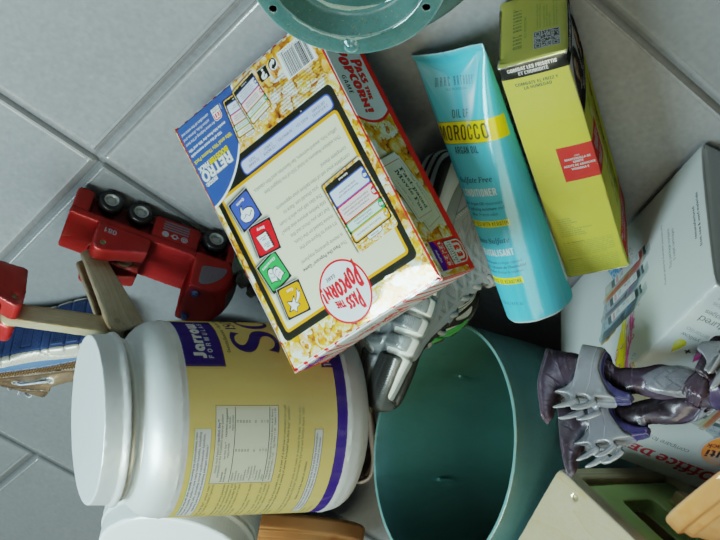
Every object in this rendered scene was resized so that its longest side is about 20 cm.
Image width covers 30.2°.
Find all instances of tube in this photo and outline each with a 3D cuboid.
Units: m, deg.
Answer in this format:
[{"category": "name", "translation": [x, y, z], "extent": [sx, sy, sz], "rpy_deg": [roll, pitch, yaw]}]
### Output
[{"category": "tube", "translation": [0.096, -0.062, 0.941], "extent": [0.077, 0.050, 0.202], "rpy_deg": [0, 117, 50]}]

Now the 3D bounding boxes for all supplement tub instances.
[{"category": "supplement tub", "translation": [-0.108, 0.111, 1.005], "extent": [0.198, 0.146, 0.146], "rpy_deg": [2, 140, -24]}, {"category": "supplement tub", "translation": [-0.140, 0.157, 1.141], "extent": [0.130, 0.201, 0.133], "rpy_deg": [5, 140, 4]}]

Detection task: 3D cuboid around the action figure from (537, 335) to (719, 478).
[{"category": "action figure", "translation": [0.224, 0.083, 0.893], "extent": [0.198, 0.070, 0.130], "rpy_deg": [-12, 139, 25]}]

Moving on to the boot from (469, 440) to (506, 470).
[{"category": "boot", "translation": [0.170, 0.230, 1.277], "extent": [0.198, 0.073, 0.182], "rpy_deg": [14, 138, -15]}]

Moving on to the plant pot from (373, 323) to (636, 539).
[{"category": "plant pot", "translation": [0.130, 0.153, 1.108], "extent": [0.159, 0.202, 0.201], "rpy_deg": [10, 140, -30]}]

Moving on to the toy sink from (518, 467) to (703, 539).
[{"category": "toy sink", "translation": [0.229, 0.226, 1.014], "extent": [0.199, 0.130, 0.113], "rpy_deg": [9, 115, -44]}]

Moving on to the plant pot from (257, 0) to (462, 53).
[{"category": "plant pot", "translation": [-0.001, -0.214, 0.787], "extent": [0.198, 0.135, 0.202], "rpy_deg": [5, 137, 4]}]

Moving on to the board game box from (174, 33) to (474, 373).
[{"category": "board game box", "translation": [-0.030, -0.052, 0.934], "extent": [0.151, 0.046, 0.202], "rpy_deg": [-32, 80, 36]}]

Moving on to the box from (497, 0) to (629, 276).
[{"category": "box", "translation": [0.144, -0.091, 0.935], "extent": [0.050, 0.076, 0.201], "rpy_deg": [-10, 132, 17]}]

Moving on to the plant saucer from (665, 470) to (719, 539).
[{"category": "plant saucer", "translation": [0.300, 0.127, 0.916], "extent": [0.199, 0.038, 0.201], "rpy_deg": [-30, 160, -12]}]

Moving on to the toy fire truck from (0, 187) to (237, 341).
[{"category": "toy fire truck", "translation": [-0.197, 0.008, 1.041], "extent": [0.198, 0.142, 0.049], "rpy_deg": [21, 136, -12]}]

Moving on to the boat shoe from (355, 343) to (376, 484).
[{"category": "boat shoe", "translation": [-0.024, 0.110, 1.166], "extent": [0.071, 0.060, 0.201], "rpy_deg": [-18, 134, -2]}]

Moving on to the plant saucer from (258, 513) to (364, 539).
[{"category": "plant saucer", "translation": [-0.096, 0.261, 1.290], "extent": [0.198, 0.038, 0.200], "rpy_deg": [4, 164, 1]}]

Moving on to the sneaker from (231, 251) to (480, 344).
[{"category": "sneaker", "translation": [0.000, 0.000, 1.048], "extent": [0.198, 0.079, 0.086], "rpy_deg": [14, 136, -5]}]

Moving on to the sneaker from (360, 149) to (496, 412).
[{"category": "sneaker", "translation": [0.078, 0.020, 1.005], "extent": [0.114, 0.075, 0.202], "rpy_deg": [16, 95, -22]}]

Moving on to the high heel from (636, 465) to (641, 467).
[{"category": "high heel", "translation": [0.328, 0.147, 1.163], "extent": [0.197, 0.072, 0.143], "rpy_deg": [4, 143, 8]}]

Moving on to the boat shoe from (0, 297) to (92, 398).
[{"category": "boat shoe", "translation": [-0.295, 0.078, 1.180], "extent": [0.198, 0.073, 0.073], "rpy_deg": [-5, 136, 14]}]

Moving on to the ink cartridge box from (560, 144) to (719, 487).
[{"category": "ink cartridge box", "translation": [0.260, 0.043, 1.003], "extent": [0.144, 0.146, 0.200], "rpy_deg": [21, 136, -14]}]
